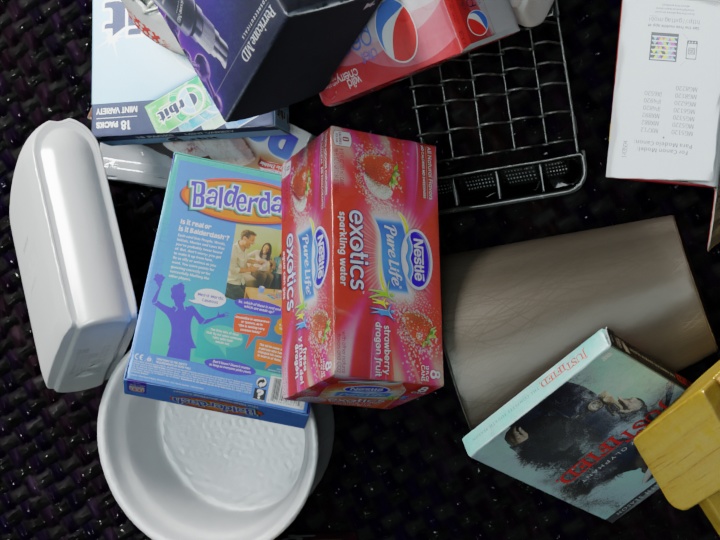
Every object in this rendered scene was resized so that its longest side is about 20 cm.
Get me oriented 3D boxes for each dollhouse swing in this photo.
[{"bbox_3d":[0.339,0.119,1.215,0.199,0.182,0.176,-36,81,-23],"label":"dollhouse swing"}]

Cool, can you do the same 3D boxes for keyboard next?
[{"bbox_3d":[-0.140,-0.096,1.455,0.198,0.011,0.057,9,92,15],"label":"keyboard"}]

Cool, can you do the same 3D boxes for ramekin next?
[{"bbox_3d":[-0.118,0.138,1.423,0.198,0.098,0.203,1,95,16],"label":"ramekin"}]

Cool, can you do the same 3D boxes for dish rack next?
[{"bbox_3d":[0.102,-0.154,1.353,0.152,0.055,0.202,-8,93,16],"label":"dish rack"}]

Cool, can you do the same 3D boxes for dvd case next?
[{"bbox_3d":[0.193,0.126,1.286,0.146,0.199,0.022,-40,47,21],"label":"dvd case"}]

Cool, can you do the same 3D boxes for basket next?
[{"bbox_3d":[0.172,0.040,1.312,0.198,0.136,0.182,-20,68,12],"label":"basket"}]

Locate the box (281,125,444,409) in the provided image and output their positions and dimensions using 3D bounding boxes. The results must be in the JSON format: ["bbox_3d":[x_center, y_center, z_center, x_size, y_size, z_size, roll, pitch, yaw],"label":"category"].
[{"bbox_3d":[0.000,0.000,1.294,0.095,0.099,0.202,-29,57,58],"label":"box"}]

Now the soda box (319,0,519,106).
[{"bbox_3d":[0.032,-0.186,1.279,0.199,0.063,0.071,-14,99,57],"label":"soda box"}]

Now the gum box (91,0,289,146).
[{"bbox_3d":[-0.145,-0.213,1.408,0.168,0.045,0.202,-2,83,16],"label":"gum box"}]

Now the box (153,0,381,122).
[{"bbox_3d":[-0.087,-0.242,1.264,0.201,0.104,0.148,58,145,14],"label":"box"}]

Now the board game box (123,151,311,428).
[{"bbox_3d":[-0.099,0.015,1.345,0.150,0.045,0.202,12,69,-3],"label":"board game box"}]

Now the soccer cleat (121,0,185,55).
[{"bbox_3d":[-0.189,-0.257,1.357,0.068,0.085,0.201,-39,75,9],"label":"soccer cleat"}]

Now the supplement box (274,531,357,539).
[{"bbox_3d":[-0.109,0.291,1.418,0.198,0.131,0.104,-4,94,16],"label":"supplement box"}]

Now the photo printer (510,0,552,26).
[{"bbox_3d":[0.084,-0.304,1.310,0.199,0.069,0.168,28,99,28],"label":"photo printer"}]

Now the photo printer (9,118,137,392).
[{"bbox_3d":[-0.249,-0.018,1.403,0.069,0.167,0.202,-8,70,-22],"label":"photo printer"}]

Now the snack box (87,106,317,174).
[{"bbox_3d":[-0.139,-0.125,1.436,0.199,0.024,0.072,26,94,15],"label":"snack box"}]

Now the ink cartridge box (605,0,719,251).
[{"bbox_3d":[0.241,-0.112,1.238,0.083,0.200,0.178,6,96,16],"label":"ink cartridge box"}]
